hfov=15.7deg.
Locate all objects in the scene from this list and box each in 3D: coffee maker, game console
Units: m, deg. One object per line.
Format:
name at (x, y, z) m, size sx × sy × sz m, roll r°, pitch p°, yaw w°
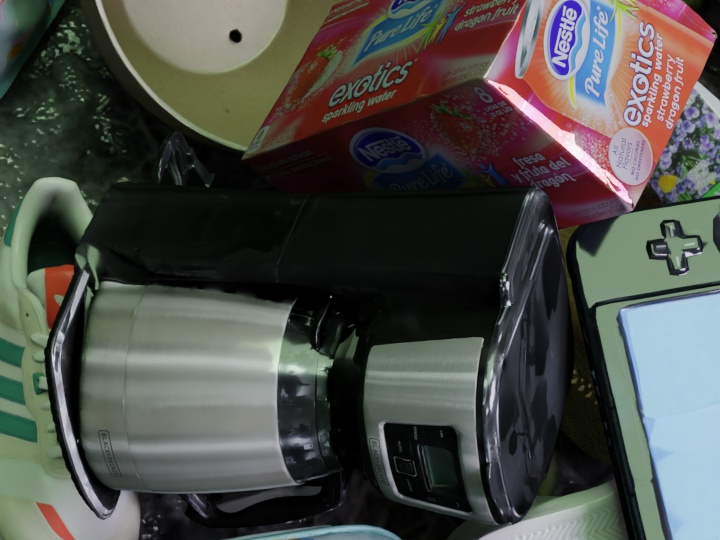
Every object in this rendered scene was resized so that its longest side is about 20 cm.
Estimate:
coffee maker at (-0.013, 0.015, 1.116) m, size 0.199 × 0.135 × 0.193 m, roll 1°, pitch 65°, yaw 15°
game console at (0.194, 0.049, 1.066) m, size 0.172 × 0.119 × 0.201 m, roll -9°, pitch 76°, yaw -11°

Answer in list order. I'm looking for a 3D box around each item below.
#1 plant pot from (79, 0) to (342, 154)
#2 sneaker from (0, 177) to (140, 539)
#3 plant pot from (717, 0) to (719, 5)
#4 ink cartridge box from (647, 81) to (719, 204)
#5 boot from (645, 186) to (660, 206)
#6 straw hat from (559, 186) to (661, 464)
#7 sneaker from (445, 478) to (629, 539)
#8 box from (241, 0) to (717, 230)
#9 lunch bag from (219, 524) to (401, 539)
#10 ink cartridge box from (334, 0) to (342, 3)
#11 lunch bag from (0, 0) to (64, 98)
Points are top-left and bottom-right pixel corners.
plant pot at (-0.060, -0.153, 1.309) m, size 0.200 × 0.134 × 0.201 m, roll 0°, pitch 89°, yaw -22°
sneaker at (-0.138, 0.047, 1.185) m, size 0.070 × 0.094 × 0.200 m, roll -1°, pitch 54°, yaw -13°
plant pot at (0.292, -0.139, 1.368) m, size 0.200 × 0.200 × 0.188 m, roll -15°, pitch 73°, yaw -22°
ink cartridge box at (0.199, -0.003, 1.211) m, size 0.050 × 0.109 × 0.200 m, roll -41°, pitch 61°, yaw 13°
boot at (0.156, -0.083, 1.363) m, size 0.155 × 0.074 × 0.200 m, roll 33°, pitch 65°, yaw 8°
straw hat at (0.133, 0.047, 1.240) m, size 0.201 × 0.085 × 0.201 m, roll 26°, pitch 32°, yaw -18°
sneaker at (0.128, 0.115, 1.168) m, size 0.199 × 0.116 × 0.074 m, roll -12°, pitch 90°, yaw -6°
box at (0.049, -0.076, 1.163) m, size 0.095 × 0.200 × 0.100 m, roll 39°, pitch 64°, yaw -22°
lunch bag at (-0.046, 0.196, 1.103) m, size 0.199 × 0.077 × 0.161 m, roll -6°, pitch 55°, yaw -17°
ink cartridge box at (0.043, -0.227, 1.464) m, size 0.196 × 0.043 × 0.200 m, roll -13°, pitch 55°, yaw -19°
lunch bag at (-0.230, -0.177, 1.319) m, size 0.170 × 0.122 × 0.200 m, roll 22°, pitch 58°, yaw 6°
